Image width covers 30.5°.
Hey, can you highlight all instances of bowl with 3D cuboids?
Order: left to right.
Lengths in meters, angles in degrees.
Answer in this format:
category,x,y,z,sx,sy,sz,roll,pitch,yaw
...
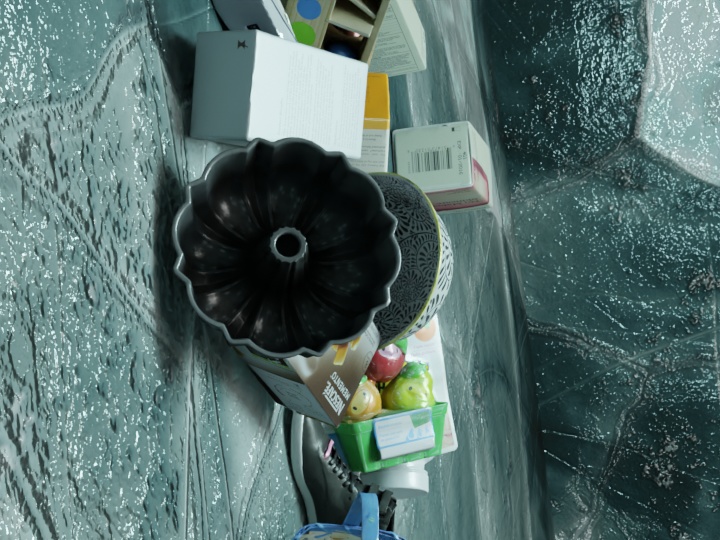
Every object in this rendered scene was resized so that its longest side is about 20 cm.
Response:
category,x,y,z,sx,sy,sz,roll,pitch,yaw
bowl,0.036,-0.001,1.451,0.094,0.200,0.201,16,66,-47

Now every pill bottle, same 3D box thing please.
category,x,y,z,sx,sy,sz,roll,pitch,yaw
pill bottle,0.039,0.178,1.637,0.112,0.112,0.201,51,35,-65

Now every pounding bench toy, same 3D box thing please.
category,x,y,z,sx,sy,sz,roll,pitch,yaw
pounding bench toy,-0.064,-0.316,1.452,0.124,0.200,0.156,-77,-172,-48

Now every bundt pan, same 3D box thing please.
category,x,y,z,sx,sy,sz,roll,pitch,yaw
bundt pan,-0.069,-0.012,1.163,0.076,0.201,0.202,124,-34,-70

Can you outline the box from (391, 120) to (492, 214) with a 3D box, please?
category,x,y,z,sx,sy,sz,roll,pitch,yaw
box,0.137,-0.163,2.148,0.200,0.128,0.109,27,58,-73

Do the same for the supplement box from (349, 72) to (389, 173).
category,x,y,z,sx,sy,sz,roll,pitch,yaw
supplement box,-0.007,-0.115,1.537,0.126,0.073,0.200,-91,-177,-58

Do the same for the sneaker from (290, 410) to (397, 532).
category,x,y,z,sx,sy,sz,roll,pitch,yaw
sneaker,-0.014,0.229,1.433,0.071,0.099,0.201,-58,138,-66

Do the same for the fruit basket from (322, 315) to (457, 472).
category,x,y,z,sx,sy,sz,roll,pitch,yaw
fruit basket,0.023,0.127,1.512,0.094,0.185,0.201,6,-78,62

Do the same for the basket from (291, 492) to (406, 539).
category,x,y,z,sx,sy,sz,roll,pitch,yaw
basket,-0.010,0.328,1.277,0.200,0.139,0.177,119,-24,-58

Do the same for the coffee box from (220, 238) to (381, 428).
category,x,y,z,sx,sy,sz,roll,pitch,yaw
coffee box,-0.059,0.058,1.297,0.115,0.080,0.200,-62,152,-21

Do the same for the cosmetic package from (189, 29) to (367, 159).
category,x,y,z,sx,sy,sz,roll,pitch,yaw
cosmetic package,-0.075,-0.167,1.281,0.200,0.071,0.102,3,92,-59

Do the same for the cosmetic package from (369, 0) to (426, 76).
category,x,y,z,sx,sy,sz,roll,pitch,yaw
cosmetic package,0.020,-0.349,1.818,0.200,0.105,0.071,59,26,-62

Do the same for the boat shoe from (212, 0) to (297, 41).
category,x,y,z,sx,sy,sz,roll,pitch,yaw
boat shoe,-0.097,-0.248,1.384,0.200,0.071,0.070,60,29,-43
